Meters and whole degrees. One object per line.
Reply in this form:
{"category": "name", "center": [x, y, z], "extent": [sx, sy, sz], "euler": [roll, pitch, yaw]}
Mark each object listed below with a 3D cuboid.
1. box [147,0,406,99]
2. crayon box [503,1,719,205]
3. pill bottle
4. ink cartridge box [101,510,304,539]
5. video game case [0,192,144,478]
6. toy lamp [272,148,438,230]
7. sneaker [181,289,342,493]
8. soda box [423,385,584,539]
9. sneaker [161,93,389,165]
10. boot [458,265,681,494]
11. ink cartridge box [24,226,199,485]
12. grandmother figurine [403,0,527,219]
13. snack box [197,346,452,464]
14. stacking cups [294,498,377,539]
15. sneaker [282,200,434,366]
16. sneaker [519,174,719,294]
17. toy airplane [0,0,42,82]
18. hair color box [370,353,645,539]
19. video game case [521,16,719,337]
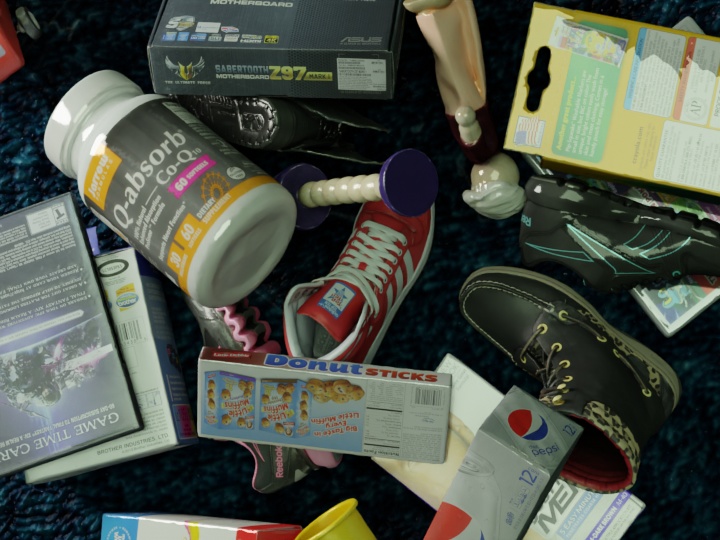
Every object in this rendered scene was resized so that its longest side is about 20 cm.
{"category": "box", "center": [-0.063, -0.206, 1.272], "extent": [0.198, 0.051, 0.158], "euler": [3, 41, 6]}
{"category": "crayon box", "center": [0.225, -0.134, 1.255], "extent": [0.198, 0.052, 0.127], "euler": [13, 86, 6]}
{"category": "pill bottle", "center": [-0.156, -0.070, 1.249], "extent": [0.200, 0.116, 0.117], "euler": [38, 89, 21]}
{"category": "ink cartridge box", "center": [-0.114, 0.257, 1.226], "extent": [0.198, 0.067, 0.117], "euler": [-1, 83, 32]}
{"category": "video game case", "center": [-0.270, 0.054, 1.252], "extent": [0.142, 0.019, 0.202], "euler": [-19, 83, 6]}
{"category": "toy lamp", "center": [-0.017, -0.062, 1.234], "extent": [0.058, 0.199, 0.059], "euler": [1, 89, -32]}
{"category": "sneaker", "center": [-0.102, 0.097, 1.283], "extent": [0.095, 0.079, 0.201], "euler": [-36, 80, 13]}
{"category": "soda box", "center": [0.093, 0.186, 1.161], "extent": [0.063, 0.068, 0.201], "euler": [32, 129, 13]}
{"category": "sneaker", "center": [-0.077, -0.132, 1.302], "extent": [0.199, 0.104, 0.061], "euler": [25, 110, 42]}
{"category": "boot", "center": [0.152, 0.084, 1.211], "extent": [0.199, 0.151, 0.073], "euler": [34, 122, 3]}
{"category": "ink cartridge box", "center": [-0.226, 0.064, 1.291], "extent": [0.135, 0.076, 0.202], "euler": [-14, 85, 5]}
{"category": "grandmother figurine", "center": [0.089, -0.133, 1.257], "extent": [0.060, 0.121, 0.201], "euler": [-15, 110, 17]}
{"category": "snack box", "center": [-0.029, 0.106, 1.212], "extent": [0.198, 0.024, 0.073], "euler": [6, 117, 5]}
{"category": "stacking cups", "center": [0.029, 0.270, 1.175], "extent": [0.060, 0.061, 0.201], "euler": [-35, 95, 1]}
{"category": "sneaker", "center": [0.000, 0.000, 1.255], "extent": [0.071, 0.112, 0.202], "euler": [21, 86, 17]}
{"category": "sneaker", "center": [0.223, -0.018, 1.244], "extent": [0.198, 0.075, 0.080], "euler": [17, 100, 13]}
{"category": "toy airplane", "center": [-0.362, -0.273, 1.307], "extent": [0.197, 0.141, 0.202], "euler": [13, 86, 8]}
{"category": "hair color box", "center": [0.119, 0.170, 1.253], "extent": [0.199, 0.065, 0.110], "euler": [37, 90, 10]}
{"category": "video game case", "center": [0.264, -0.078, 1.284], "extent": [0.182, 0.023, 0.201], "euler": [-38, 83, 1]}
